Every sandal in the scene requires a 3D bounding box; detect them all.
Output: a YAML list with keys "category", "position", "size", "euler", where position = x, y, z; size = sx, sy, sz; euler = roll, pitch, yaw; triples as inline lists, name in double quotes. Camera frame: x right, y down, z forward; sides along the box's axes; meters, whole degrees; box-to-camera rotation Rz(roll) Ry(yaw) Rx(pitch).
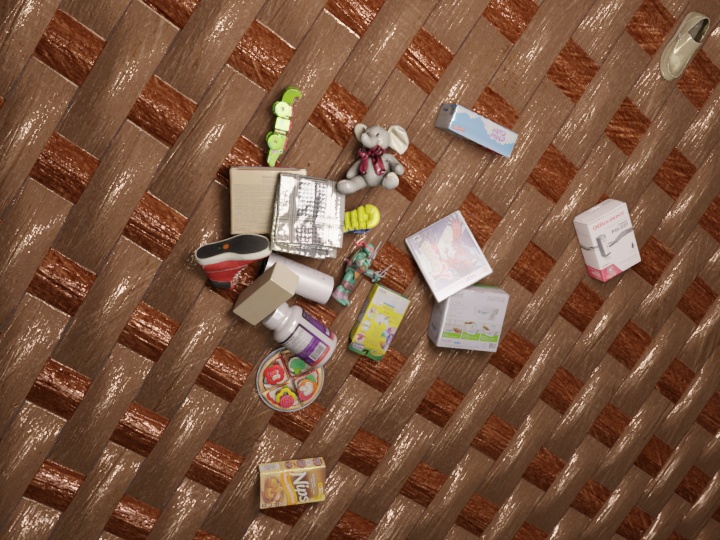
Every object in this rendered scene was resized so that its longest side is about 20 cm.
- category: "sandal"
  position: [-0.043, -0.127, 1.636]
  size: [0.194, 0.087, 0.082]
  euler: [0, 82, 5]

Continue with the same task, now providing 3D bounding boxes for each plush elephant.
- category: "plush elephant"
  position: [0.038, -0.298, 1.561]
  size: [0.161, 0.200, 0.159]
  euler: [-2, 110, 26]

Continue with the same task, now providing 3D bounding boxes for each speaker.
- category: "speaker"
  position: [-0.173, 0.019, 1.640]
  size: [0.196, 0.081, 0.083]
  euler: [22, 99, -20]

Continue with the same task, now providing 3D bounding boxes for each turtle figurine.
- category: "turtle figurine"
  position: [0.000, 0.000, 1.675]
  size: [0.202, 0.100, 0.149]
  euler: [-54, 151, 5]

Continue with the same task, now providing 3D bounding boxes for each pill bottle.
- category: "pill bottle"
  position: [-0.169, 0.168, 1.665]
  size: [0.199, 0.111, 0.112]
  euler: [40, 93, -20]

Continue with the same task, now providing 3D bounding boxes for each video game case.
- category: "video game case"
  position: [0.247, -0.040, 1.715]
  size: [0.179, 0.023, 0.203]
  euler: [-27, 79, -6]

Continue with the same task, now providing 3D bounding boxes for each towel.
- category: "towel"
  position: [-0.128, -0.135, 1.541]
  size: [0.188, 0.034, 0.206]
  euler: [6, 91, -27]

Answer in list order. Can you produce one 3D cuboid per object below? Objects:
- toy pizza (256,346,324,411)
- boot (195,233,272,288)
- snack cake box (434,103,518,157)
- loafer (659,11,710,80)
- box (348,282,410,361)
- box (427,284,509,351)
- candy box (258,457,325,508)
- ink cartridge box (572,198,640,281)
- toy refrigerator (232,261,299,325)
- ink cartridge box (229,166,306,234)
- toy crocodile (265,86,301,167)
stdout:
- category: "toy pizza"
  position: [-0.198, 0.313, 1.739]
  size: [0.195, 0.032, 0.206]
  euler: [-4, 106, -14]
- category: "boot"
  position: [-0.309, -0.015, 1.573]
  size: [0.194, 0.074, 0.146]
  euler: [-10, 139, 5]
- category: "snack cake box"
  position: [0.309, -0.378, 1.641]
  size: [0.196, 0.115, 0.069]
  euler: [20, 99, -19]
- category: "loafer"
  position: [0.935, -0.649, 1.757]
  size: [0.074, 0.068, 0.204]
  euler: [20, 99, -19]
- category: "box"
  position: [0.050, 0.150, 1.753]
  size: [0.115, 0.048, 0.204]
  euler: [24, 95, -20]
- category: "box"
  position: [0.315, 0.133, 1.791]
  size: [0.195, 0.097, 0.181]
  euler: [6, 103, -16]
- category: "candy box"
  position: [-0.203, 0.629, 1.810]
  size: [0.194, 0.055, 0.119]
  euler: [-2, 105, -14]
- category: "ink cartridge box"
  position: [0.749, -0.093, 1.852]
  size: [0.143, 0.085, 0.204]
  euler: [-27, 108, -6]
- category: "toy refrigerator"
  position: [-0.245, 0.060, 1.582]
  size: [0.075, 0.071, 0.199]
  euler: [34, 135, -21]
- category: "ink cartridge box"
  position: [-0.239, -0.181, 1.571]
  size: [0.194, 0.075, 0.169]
  euler: [0, 104, -14]
- category: "toy crocodile"
  position: [-0.199, -0.362, 1.536]
  size: [0.060, 0.068, 0.205]
  euler: [12, 101, -18]
